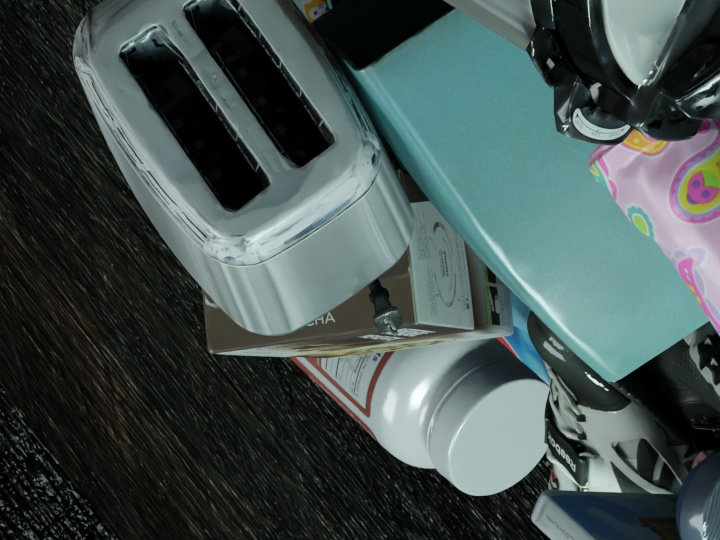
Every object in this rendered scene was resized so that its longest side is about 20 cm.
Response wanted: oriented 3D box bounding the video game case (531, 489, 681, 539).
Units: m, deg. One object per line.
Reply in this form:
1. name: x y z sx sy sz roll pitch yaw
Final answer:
1. video game case: 0.209 0.167 1.446 0.182 0.200 0.022 42 116 43

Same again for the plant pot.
1. plant pot: 0.096 -0.061 1.358 0.200 0.141 0.141 57 178 -17

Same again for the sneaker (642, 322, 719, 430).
1. sneaker: 0.190 0.047 1.455 0.200 0.066 0.091 41 161 54

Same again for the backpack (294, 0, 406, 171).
1. backpack: -0.057 -0.140 1.627 0.176 0.153 0.200 -101 -4 -50

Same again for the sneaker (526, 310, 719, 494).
1. sneaker: 0.128 0.090 1.528 0.200 0.088 0.074 46 -164 -40

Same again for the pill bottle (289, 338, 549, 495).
1. pill bottle: 0.034 0.054 1.834 0.200 0.112 0.112 42 158 42

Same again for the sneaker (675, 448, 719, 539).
1. sneaker: 0.184 0.115 1.412 0.082 0.070 0.200 24 -178 31

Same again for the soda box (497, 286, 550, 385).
1. soda box: 0.098 0.004 1.636 0.200 0.064 0.068 43 159 42

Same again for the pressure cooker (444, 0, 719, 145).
1. pressure cooker: 0.104 -0.154 1.102 0.200 0.178 0.176 35 152 40

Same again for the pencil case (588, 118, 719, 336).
1. pencil case: 0.181 0.010 1.247 0.200 0.087 0.087 56 164 3

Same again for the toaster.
1. toaster: -0.053 -0.058 1.349 0.200 0.113 0.129 56 177 18

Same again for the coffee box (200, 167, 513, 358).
1. coffee box: 0.000 0.000 1.508 0.200 0.113 0.080 9 -106 -74
